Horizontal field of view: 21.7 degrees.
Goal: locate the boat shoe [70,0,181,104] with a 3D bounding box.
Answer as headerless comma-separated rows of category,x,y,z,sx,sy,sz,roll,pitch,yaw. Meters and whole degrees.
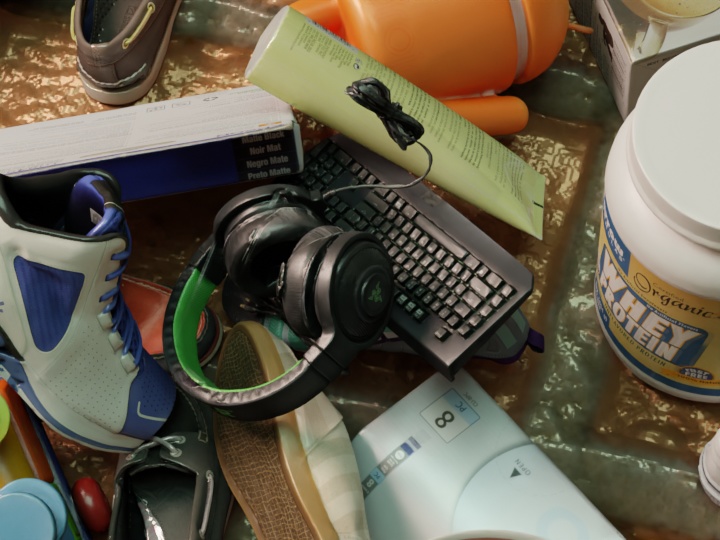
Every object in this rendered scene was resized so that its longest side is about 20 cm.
boat shoe,-0.152,-0.211,1.277,0.072,0.060,0.200,8,63,9

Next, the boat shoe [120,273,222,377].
boat shoe,-0.185,0.022,1.154,0.200,0.063,0.071,9,61,7

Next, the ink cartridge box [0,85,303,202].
ink cartridge box,-0.135,-0.068,1.138,0.199,0.200,0.041,-10,103,-1

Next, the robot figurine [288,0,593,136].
robot figurine,0.048,-0.158,1.201,0.200,0.117,0.144,-19,41,-14

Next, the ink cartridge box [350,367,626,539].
ink cartridge box,0.030,0.169,1.068,0.200,0.047,0.160,-36,65,-16

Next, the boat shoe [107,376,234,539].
boat shoe,-0.112,0.144,1.080,0.067,0.057,0.200,-11,59,13

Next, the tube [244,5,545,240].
tube,0.027,-0.085,1.121,0.200,0.052,0.058,29,72,-12

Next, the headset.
headset,-0.036,-0.012,1.048,0.200,0.094,0.123,-50,49,-5

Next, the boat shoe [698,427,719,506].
boat shoe,0.291,0.080,1.085,0.200,0.067,0.074,-28,64,-11

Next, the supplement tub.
supplement tub,0.209,-0.025,1.072,0.144,0.200,0.145,-2,61,3

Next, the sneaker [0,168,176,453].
sneaker,-0.156,0.013,1.039,0.115,0.199,0.081,-36,36,16

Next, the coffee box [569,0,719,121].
coffee box,0.193,-0.210,1.240,0.113,0.080,0.200,-17,62,-4

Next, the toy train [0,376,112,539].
toy train,-0.215,0.080,1.064,0.085,0.116,0.200,-24,85,-6

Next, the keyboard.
keyboard,0.000,0.000,1.094,0.127,0.021,0.200,-47,48,-3

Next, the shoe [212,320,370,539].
shoe,-0.037,0.115,1.071,0.053,0.070,0.200,11,44,-36

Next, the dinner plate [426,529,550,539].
dinner plate,0.066,0.239,1.008,0.200,0.024,0.200,0,87,-6

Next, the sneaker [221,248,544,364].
sneaker,0.010,0.031,1.139,0.200,0.088,0.074,5,64,34
